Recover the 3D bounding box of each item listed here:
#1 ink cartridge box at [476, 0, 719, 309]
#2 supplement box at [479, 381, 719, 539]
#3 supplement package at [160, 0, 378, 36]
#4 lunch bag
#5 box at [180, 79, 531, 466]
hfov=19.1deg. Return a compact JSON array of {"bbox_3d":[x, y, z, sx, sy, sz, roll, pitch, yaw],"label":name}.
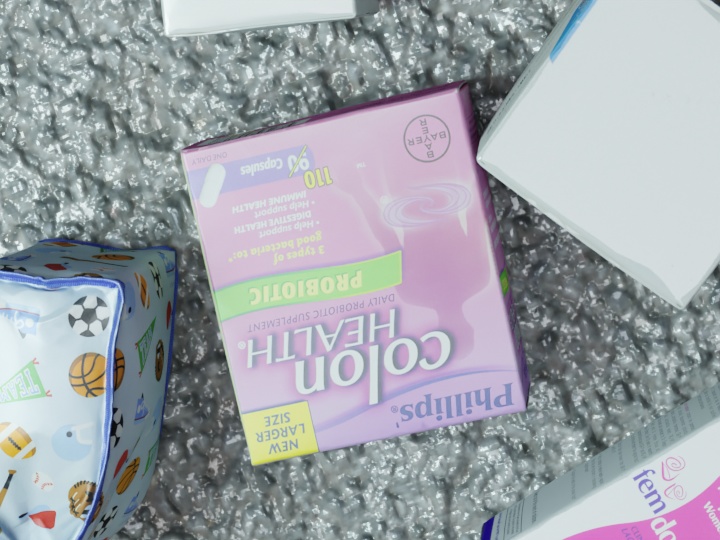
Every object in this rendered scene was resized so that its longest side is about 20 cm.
[{"bbox_3d":[0.166,-0.090,1.245,0.144,0.200,0.148,35,100,-2],"label":"ink cartridge box"},{"bbox_3d":[0.183,0.159,1.327,0.199,0.103,0.102,-32,92,8],"label":"supplement box"},{"bbox_3d":[-0.062,-0.246,1.288,0.119,0.121,0.202,-5,96,7],"label":"supplement package"},{"bbox_3d":[-0.186,0.089,1.322,0.123,0.170,0.202,4,99,9],"label":"lunch bag"},{"bbox_3d":[0.000,0.000,1.327,0.175,0.097,0.201,-11,97,7],"label":"box"}]
